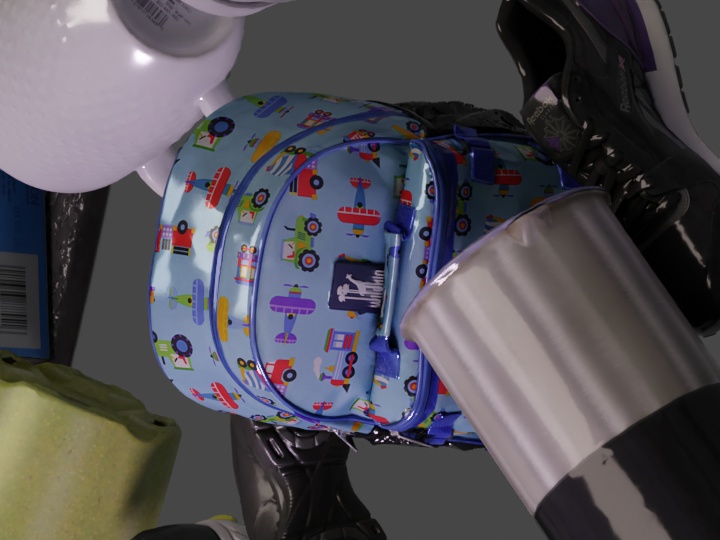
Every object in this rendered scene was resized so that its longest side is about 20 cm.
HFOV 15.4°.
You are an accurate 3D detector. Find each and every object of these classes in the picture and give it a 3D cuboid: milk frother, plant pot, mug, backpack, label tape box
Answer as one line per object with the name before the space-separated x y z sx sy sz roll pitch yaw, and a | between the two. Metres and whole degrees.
milk frother | 0.072 0.100 1.205 0.188 0.199 0.181 56 145 18
plant pot | -0.201 0.156 1.626 0.200 0.200 0.185 28 96 51
mug | -0.133 -0.119 1.589 0.200 0.148 0.175 54 148 -6
backpack | 0.000 0.000 1.341 0.134 0.199 0.183 18 99 53
label tape box | -0.292 0.004 1.851 0.200 0.063 0.145 -16 73 52

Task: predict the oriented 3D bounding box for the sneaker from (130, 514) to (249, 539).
sneaker | -0.094 0.238 1.535 0.074 0.084 0.201 -41 54 44

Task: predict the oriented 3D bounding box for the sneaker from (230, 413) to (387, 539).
sneaker | -0.032 0.139 1.486 0.091 0.076 0.201 144 121 -69

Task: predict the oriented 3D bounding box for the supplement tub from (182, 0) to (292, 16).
supplement tub | -0.029 -0.231 1.459 0.200 0.140 0.141 -26 65 49

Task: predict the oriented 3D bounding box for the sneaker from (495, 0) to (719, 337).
sneaker | 0.117 -0.054 1.281 0.076 0.087 0.201 -48 50 38
